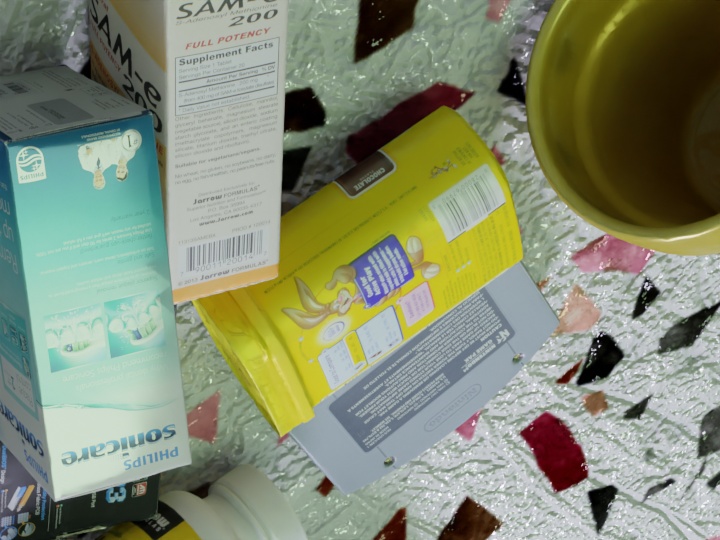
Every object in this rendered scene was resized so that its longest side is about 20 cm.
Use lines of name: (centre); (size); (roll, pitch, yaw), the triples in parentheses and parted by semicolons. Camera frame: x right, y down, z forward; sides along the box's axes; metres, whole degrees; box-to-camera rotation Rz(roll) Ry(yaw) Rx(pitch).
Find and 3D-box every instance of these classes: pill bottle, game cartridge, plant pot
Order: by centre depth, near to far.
plant pot: (0.234, -0.101, 1.325); (0.201, 0.201, 0.189); (-52, 149, 13)
pill bottle: (-0.134, 0.217, 1.375); (0.200, 0.111, 0.112); (-34, 137, -23)
game cartridge: (0.039, 0.064, 1.431); (0.200, 0.042, 0.133); (-38, 140, -1)

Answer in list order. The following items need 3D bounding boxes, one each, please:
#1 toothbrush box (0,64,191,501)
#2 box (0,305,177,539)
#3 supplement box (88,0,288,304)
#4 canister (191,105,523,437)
toothbrush box: (-0.164, 0.003, 1.127); (0.085, 0.146, 0.201); (-14, 112, -23)
box: (-0.215, 0.084, 1.268); (0.197, 0.050, 0.201); (-11, 129, -27)
supplement box: (-0.098, -0.101, 1.142); (0.073, 0.126, 0.201); (-14, 130, -22)
canister: (0.000, 0.000, 1.302); (0.199, 0.087, 0.149); (-35, 153, -8)
